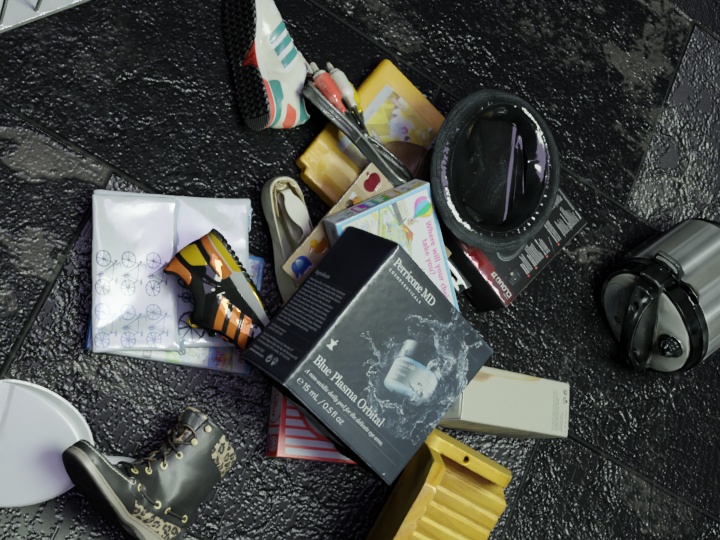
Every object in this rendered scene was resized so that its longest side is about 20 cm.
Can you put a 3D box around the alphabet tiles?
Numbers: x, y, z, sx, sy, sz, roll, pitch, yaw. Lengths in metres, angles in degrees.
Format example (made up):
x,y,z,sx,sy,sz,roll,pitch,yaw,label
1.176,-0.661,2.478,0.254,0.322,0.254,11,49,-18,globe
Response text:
x,y,z,sx,sy,sz,roll,pitch,yaw,label
0.000,0.000,1.371,0.200,0.008,0.167,-49,118,-9,alphabet tiles

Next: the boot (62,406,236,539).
x,y,z,sx,sy,sz,roll,pitch,yaw,label
-0.229,0.215,1.265,0.151,0.073,0.201,-51,129,-25,boot

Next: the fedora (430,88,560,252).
x,y,z,sx,sy,sz,roll,pitch,yaw,label
0.153,-0.119,1.412,0.198,0.091,0.204,2,84,-23,fedora

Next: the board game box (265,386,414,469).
x,y,z,sx,sy,sz,roll,pitch,yaw,label
-0.013,0.163,1.405,0.198,0.046,0.154,8,79,-22,board game box

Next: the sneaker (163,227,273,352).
x,y,z,sx,sy,sz,roll,pitch,yaw,label
-0.152,0.056,1.319,0.089,0.070,0.202,-29,100,-2,sneaker

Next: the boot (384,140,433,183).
x,y,z,sx,sy,sz,roll,pitch,yaw,label
0.029,-0.070,1.433,0.075,0.074,0.202,23,79,13,boot

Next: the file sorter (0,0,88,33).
x,y,z,sx,sy,sz,roll,pitch,yaw,label
-0.351,-0.387,1.301,0.199,0.124,0.140,-28,94,-25,file sorter

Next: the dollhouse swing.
x,y,z,sx,sy,sz,roll,pitch,yaw,label
0.095,0.313,1.329,0.181,0.176,0.201,30,90,-16,dollhouse swing

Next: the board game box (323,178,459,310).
x,y,z,sx,sy,sz,roll,pitch,yaw,label
0.043,0.009,1.369,0.133,0.034,0.202,-24,112,-22,board game box

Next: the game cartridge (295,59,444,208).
x,y,z,sx,sy,sz,roll,pitch,yaw,label
0.033,-0.146,1.481,0.176,0.032,0.201,43,68,-12,game cartridge

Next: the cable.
x,y,z,sx,sy,sz,roll,pitch,yaw,label
-0.002,-0.181,1.394,0.200,0.050,0.097,50,20,23,cable

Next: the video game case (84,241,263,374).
x,y,z,sx,sy,sz,roll,pitch,yaw,label
-0.218,0.039,1.352,0.198,0.018,0.145,11,77,-21,video game case

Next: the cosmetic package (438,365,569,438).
x,y,z,sx,sy,sz,roll,pitch,yaw,label
0.161,0.164,1.421,0.199,0.105,0.072,15,74,-40,cosmetic package

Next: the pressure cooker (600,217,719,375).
x,y,z,sx,sy,sz,roll,pitch,yaw,label
0.427,0.041,1.543,0.199,0.178,0.177,-32,98,-25,pressure cooker

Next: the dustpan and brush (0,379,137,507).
x,y,z,sx,sy,sz,roll,pitch,yaw,label
-0.326,0.208,1.267,0.198,0.057,0.141,16,88,-14,dustpan and brush

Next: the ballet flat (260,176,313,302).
x,y,z,sx,sy,sz,roll,pitch,yaw,label
-0.074,-0.023,1.387,0.069,0.069,0.202,-16,83,-24,ballet flat

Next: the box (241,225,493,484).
x,y,z,sx,sy,sz,roll,pitch,yaw,label
0.010,0.094,1.283,0.201,0.117,0.197,-50,120,-11,box

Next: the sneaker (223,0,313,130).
x,y,z,sx,sy,sz,roll,pitch,yaw,label
-0.110,-0.273,1.428,0.093,0.070,0.203,-2,80,-43,sneaker

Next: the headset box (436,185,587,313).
x,y,z,sx,sy,sz,roll,pitch,yaw,label
0.181,-0.053,1.506,0.200,0.077,0.149,-44,99,-22,headset box

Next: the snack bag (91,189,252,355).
x,y,z,sx,sy,sz,roll,pitch,yaw,label
-0.218,0.003,1.335,0.198,0.021,0.191,2,81,-23,snack bag
